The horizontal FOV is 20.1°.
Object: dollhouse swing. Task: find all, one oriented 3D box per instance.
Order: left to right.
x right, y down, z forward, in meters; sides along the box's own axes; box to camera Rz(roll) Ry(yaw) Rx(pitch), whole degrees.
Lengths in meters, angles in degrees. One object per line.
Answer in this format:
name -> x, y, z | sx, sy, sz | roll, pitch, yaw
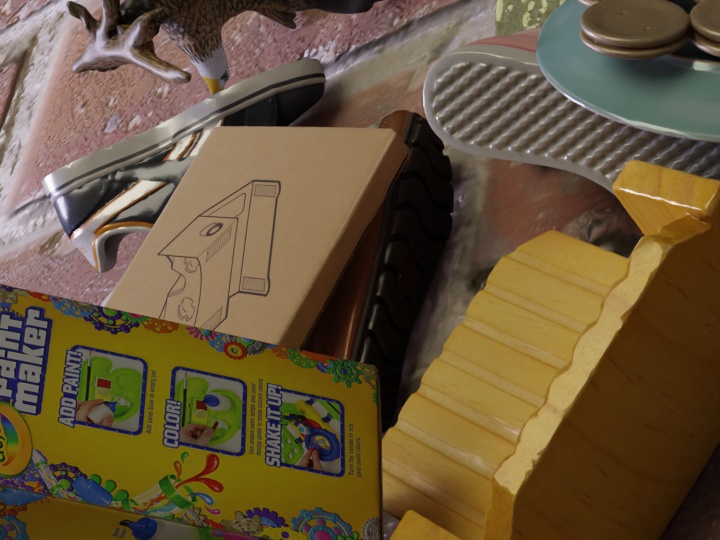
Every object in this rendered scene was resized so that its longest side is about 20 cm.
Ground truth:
dollhouse swing -> 0.071, 0.044, 0.942 | 0.175, 0.182, 0.200 | 29, 82, 36

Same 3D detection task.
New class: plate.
plate -> 0.183, -0.116, 0.969 | 0.199, 0.026, 0.200 | -3, 30, 2

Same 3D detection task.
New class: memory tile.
memory tile -> 0.176, -0.147, 0.981 | 0.152, 0.017, 0.200 | -2, 31, 3

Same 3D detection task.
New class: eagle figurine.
eagle figurine -> -0.095, -0.183, 1.327 | 0.200, 0.152, 0.151 | -36, -20, -31

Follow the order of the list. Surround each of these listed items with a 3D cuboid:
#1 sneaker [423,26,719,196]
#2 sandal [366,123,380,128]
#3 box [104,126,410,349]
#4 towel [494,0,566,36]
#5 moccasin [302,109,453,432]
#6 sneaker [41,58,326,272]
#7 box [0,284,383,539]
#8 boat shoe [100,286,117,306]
sneaker -> 0.140, -0.076, 1.019 | 0.199, 0.105, 0.076 | 19, 112, 21
sandal -> -0.059, -0.027, 1.248 | 0.201, 0.057, 0.080 | -30, 39, 28
box -> -0.076, 0.005, 1.128 | 0.163, 0.021, 0.201 | 6, 60, 47
towel -> 0.138, -0.168, 1.120 | 0.148, 0.036, 0.201 | -12, 70, 40
moccasin -> 0.001, 0.001, 1.145 | 0.077, 0.074, 0.202 | -1, 66, 35
sneaker -> -0.103, -0.066, 1.328 | 0.199, 0.080, 0.078 | -26, -3, 7
box -> -0.110, 0.134, 0.969 | 0.122, 0.192, 0.200 | -91, 20, -45
boat shoe -> -0.102, 0.035, 1.216 | 0.200, 0.073, 0.067 | -38, 43, 41
